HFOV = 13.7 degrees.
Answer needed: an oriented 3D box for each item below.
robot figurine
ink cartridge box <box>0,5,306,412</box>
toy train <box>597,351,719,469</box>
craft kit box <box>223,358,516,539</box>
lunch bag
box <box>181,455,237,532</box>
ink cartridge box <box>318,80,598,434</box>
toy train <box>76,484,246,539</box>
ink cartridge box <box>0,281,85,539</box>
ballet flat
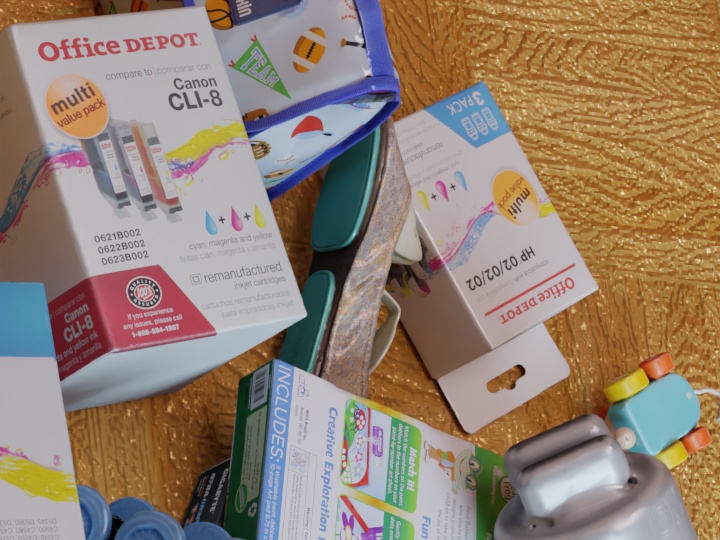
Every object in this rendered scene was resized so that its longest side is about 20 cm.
[{"bbox_3d":[0.152,0.188,1.787,0.170,0.113,0.200,-106,173,-72],"label":"robot figurine"},{"bbox_3d":[-0.152,-0.034,1.727,0.145,0.145,0.200,-10,76,-40],"label":"ink cartridge box"},{"bbox_3d":[0.198,0.157,1.978,0.150,0.056,0.200,30,58,-26],"label":"toy train"},{"bbox_3d":[0.008,0.176,1.765,0.197,0.049,0.200,23,55,-28],"label":"craft kit box"},{"bbox_3d":[-0.064,-0.148,1.811,0.124,0.200,0.170,-5,74,-40],"label":"lunch bag"},{"bbox_3d":[-0.049,0.231,1.753,0.159,0.046,0.200,35,52,-22],"label":"box"},{"bbox_3d":[0.074,-0.009,1.943,0.115,0.068,0.200,-28,89,-41],"label":"ink cartridge box"},{"bbox_3d":[-0.111,0.190,1.639,0.087,0.200,0.114,23,83,-61],"label":"toy train"},{"bbox_3d":[-0.247,0.122,1.582,0.146,0.147,0.200,2,69,-38],"label":"ink cartridge box"},{"bbox_3d":[0.000,0.000,1.867,0.067,0.068,0.200,22,80,-31],"label":"ballet flat"}]
